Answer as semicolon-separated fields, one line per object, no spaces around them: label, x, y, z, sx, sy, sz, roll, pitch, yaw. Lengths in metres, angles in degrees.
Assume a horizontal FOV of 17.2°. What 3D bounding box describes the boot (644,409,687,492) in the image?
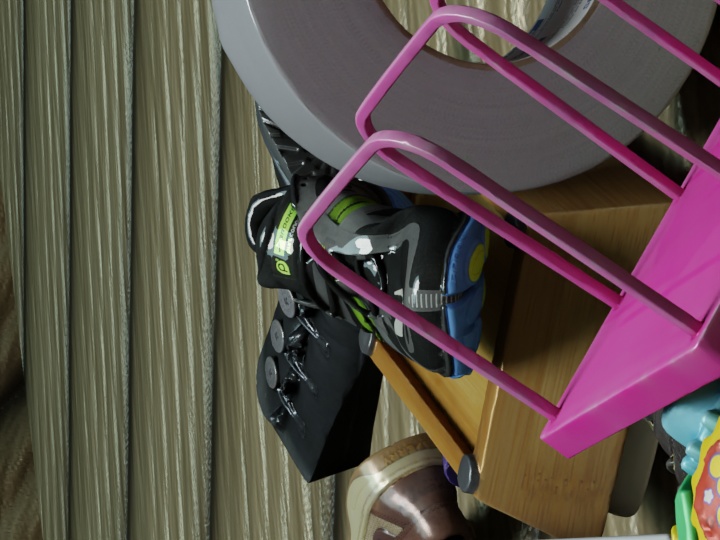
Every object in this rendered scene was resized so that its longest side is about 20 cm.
boot;0.137;0.083;0.891;0.174;0.069;0.201;-113;36;-53

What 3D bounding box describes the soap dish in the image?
soap dish;0.068;0.009;1.055;0.200;0.081;0.158;-129;46;-62

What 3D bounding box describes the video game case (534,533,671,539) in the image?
video game case;0.064;0.210;0.952;0.018;0.142;0.201;19;-113;-67

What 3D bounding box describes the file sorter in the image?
file sorter;0.085;-0.068;0.754;0.201;0.125;0.139;-58;5;-20

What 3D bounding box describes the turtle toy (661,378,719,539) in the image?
turtle toy;0.160;0.062;0.690;0.200;0.101;0.147;-28;60;49

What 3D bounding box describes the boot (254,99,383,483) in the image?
boot;-0.022;-0.006;1.252;0.200;0.065;0.166;98;162;-56

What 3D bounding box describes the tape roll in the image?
tape roll;0.040;-0.130;0.940;0.066;0.199;0.202;179;89;-75

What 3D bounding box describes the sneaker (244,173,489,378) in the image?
sneaker;0.000;0.000;1.004;0.200;0.082;0.071;-150;65;-68

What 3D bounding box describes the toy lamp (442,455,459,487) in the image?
toy lamp;0.044;0.018;1.228;0.058;0.058;0.201;104;154;-47

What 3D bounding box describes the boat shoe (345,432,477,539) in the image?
boat shoe;0.033;0.162;1.249;0.072;0.072;0.200;56;161;28
